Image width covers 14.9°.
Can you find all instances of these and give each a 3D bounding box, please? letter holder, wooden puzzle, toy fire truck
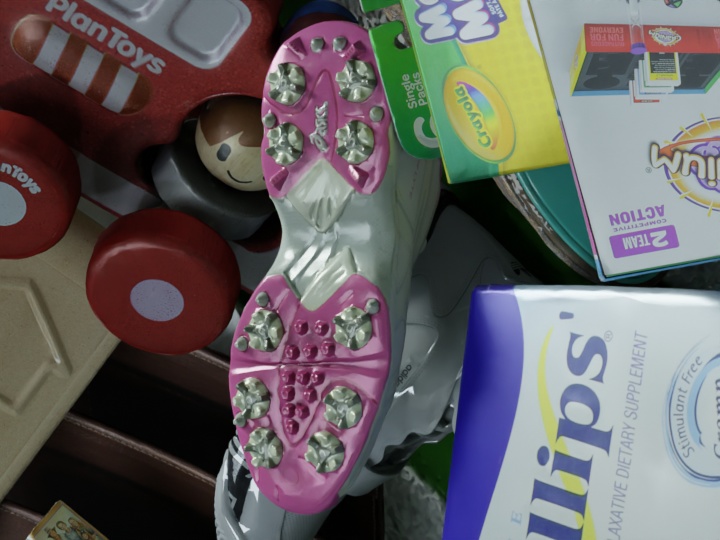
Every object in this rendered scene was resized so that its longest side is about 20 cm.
[{"bbox_3d":[-0.096,0.111,1.310,0.199,0.101,0.142,23,140,21],"label":"letter holder"},{"bbox_3d":[-0.223,0.028,1.268,0.185,0.200,0.046,35,-176,-15],"label":"wooden puzzle"},{"bbox_3d":[-0.085,-0.072,1.189,0.200,0.112,0.168,30,130,-13],"label":"toy fire truck"}]

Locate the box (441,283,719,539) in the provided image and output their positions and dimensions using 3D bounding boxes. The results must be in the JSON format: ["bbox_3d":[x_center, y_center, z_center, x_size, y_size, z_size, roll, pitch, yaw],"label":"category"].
[{"bbox_3d":[0.134,0.105,1.051,0.200,0.105,0.185,1,81,46],"label":"box"}]

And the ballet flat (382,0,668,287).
[{"bbox_3d":[0.061,-0.079,1.106,0.200,0.068,0.067,57,171,-10],"label":"ballet flat"}]

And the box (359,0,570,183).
[{"bbox_3d":[0.090,-0.103,1.015,0.199,0.048,0.118,-9,108,24],"label":"box"}]

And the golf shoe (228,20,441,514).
[{"bbox_3d":[0.000,0.000,1.125,0.075,0.091,0.201,12,98,28],"label":"golf shoe"}]

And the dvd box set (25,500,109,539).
[{"bbox_3d":[-0.094,0.209,1.299,0.200,0.029,0.146,40,141,1],"label":"dvd box set"}]

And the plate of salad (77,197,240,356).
[{"bbox_3d":[-0.122,0.023,1.374,0.200,0.048,0.201,25,138,24],"label":"plate of salad"}]

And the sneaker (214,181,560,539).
[{"bbox_3d":[0.019,0.068,1.192,0.115,0.075,0.200,33,105,24],"label":"sneaker"}]

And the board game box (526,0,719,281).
[{"bbox_3d":[0.132,-0.106,0.951,0.152,0.040,0.201,-10,107,21],"label":"board game box"}]
